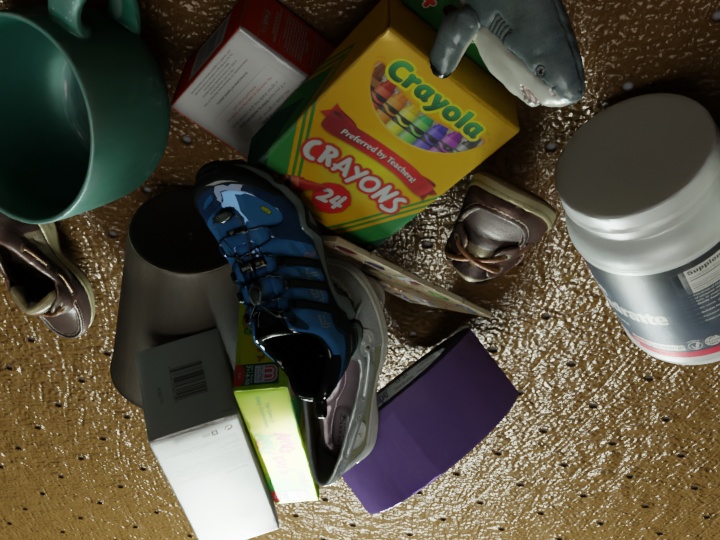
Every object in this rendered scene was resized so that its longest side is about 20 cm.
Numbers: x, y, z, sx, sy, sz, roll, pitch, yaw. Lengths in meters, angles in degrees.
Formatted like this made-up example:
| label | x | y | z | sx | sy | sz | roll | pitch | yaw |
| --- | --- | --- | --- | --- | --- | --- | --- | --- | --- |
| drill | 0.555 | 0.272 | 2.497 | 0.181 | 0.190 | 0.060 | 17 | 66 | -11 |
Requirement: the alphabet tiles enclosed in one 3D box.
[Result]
| label | x | y | z | sx | sy | sz | roll | pitch | yaw |
| --- | --- | --- | --- | --- | --- | --- | --- | --- | --- |
| alphabet tiles | 0.000 | 0.000 | 0.783 | 0.166 | 0.008 | 0.199 | 25 | 172 | -28 |

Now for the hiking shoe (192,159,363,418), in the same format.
| label | x | y | z | sx | sy | sz | roll | pitch | yaw |
| --- | --- | --- | --- | --- | --- | --- | --- | --- | --- |
| hiking shoe | -0.059 | 0.009 | 0.638 | 0.074 | 0.087 | 0.201 | -22 | 117 | 24 |

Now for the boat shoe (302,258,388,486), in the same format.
| label | x | y | z | sx | sy | sz | roll | pitch | yaw |
| --- | --- | --- | --- | --- | --- | --- | --- | --- | --- |
| boat shoe | -0.022 | 0.090 | 0.753 | 0.074 | 0.065 | 0.204 | 12 | 115 | 22 |

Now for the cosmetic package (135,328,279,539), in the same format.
| label | x | y | z | sx | sy | sz | roll | pitch | yaw |
| --- | --- | --- | --- | --- | --- | --- | --- | --- | --- |
| cosmetic package | -0.141 | 0.166 | 0.816 | 0.084 | 0.108 | 0.201 | -16 | 135 | -8 |

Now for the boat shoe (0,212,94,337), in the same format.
| label | x | y | z | sx | sy | sz | roll | pitch | yaw |
| --- | --- | --- | --- | --- | --- | --- | --- | --- | --- |
| boat shoe | -0.325 | 0.014 | 0.864 | 0.071 | 0.073 | 0.201 | 3 | 140 | 3 |

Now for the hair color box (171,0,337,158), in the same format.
| label | x | y | z | sx | sy | sz | roll | pitch | yaw |
| --- | --- | --- | --- | --- | --- | --- | --- | --- | --- |
| hair color box | -0.039 | -0.123 | 0.695 | 0.199 | 0.062 | 0.101 | 33 | 132 | -27 |

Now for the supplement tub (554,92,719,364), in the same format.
| label | x | y | z | sx | sy | sz | roll | pitch | yaw |
| --- | --- | --- | --- | --- | --- | --- | --- | --- | --- |
| supplement tub | 0.252 | -0.029 | 0.701 | 0.139 | 0.141 | 0.200 | -18 | 134 | 27 |

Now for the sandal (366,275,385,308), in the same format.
| label | x | y | z | sx | sy | sz | roll | pitch | yaw |
| --- | --- | --- | --- | --- | --- | --- | --- | --- | --- |
| sandal | -0.028 | 0.052 | 0.847 | 0.078 | 0.060 | 0.207 | 14 | 140 | -18 |

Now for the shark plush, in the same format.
| label | x | y | z | sx | sy | sz | roll | pitch | yaw |
| --- | --- | --- | --- | --- | --- | --- | --- | --- | --- |
| shark plush | 0.105 | -0.204 | 0.532 | 0.090 | 0.203 | 0.083 | -1 | -173 | -29 |

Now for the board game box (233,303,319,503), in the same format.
| label | x | y | z | sx | sy | sz | roll | pitch | yaw |
| --- | --- | --- | --- | --- | --- | --- | --- | --- | --- |
| board game box | -0.074 | 0.125 | 0.807 | 0.047 | 0.102 | 0.201 | -5 | 138 | 3 |

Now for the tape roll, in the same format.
| label | x | y | z | sx | sy | sz | roll | pitch | yaw |
| --- | --- | --- | --- | --- | --- | --- | --- | --- | --- |
| tape roll | 0.060 | 0.154 | 0.891 | 0.085 | 0.200 | 0.200 | 52 | 131 | 2 |

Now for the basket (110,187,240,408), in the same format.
| label | x | y | z | sx | sy | sz | roll | pitch | yaw |
| --- | --- | --- | --- | --- | --- | --- | --- | --- | --- |
| basket | -0.165 | 0.031 | 0.844 | 0.178 | 0.137 | 0.201 | -2 | 137 | -10 |

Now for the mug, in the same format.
| label | x | y | z | sx | sy | sz | roll | pitch | yaw |
| --- | --- | --- | --- | --- | --- | --- | --- | --- | --- |
| mug | -0.209 | -0.128 | 0.650 | 0.184 | 0.114 | 0.153 | -19 | 98 | 32 |

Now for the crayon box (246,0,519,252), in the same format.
| label | x | y | z | sx | sy | sz | roll | pitch | yaw |
| --- | --- | --- | --- | --- | --- | --- | --- | --- | --- |
| crayon box | 0.023 | -0.108 | 0.622 | 0.126 | 0.051 | 0.200 | 30 | 130 | -26 |

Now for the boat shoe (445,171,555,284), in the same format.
| label | x | y | z | sx | sy | sz | roll | pitch | yaw |
| --- | --- | --- | --- | --- | --- | --- | --- | --- | --- |
| boat shoe | 0.106 | -0.023 | 0.702 | 0.072 | 0.073 | 0.200 | 26 | 174 | 4 |
